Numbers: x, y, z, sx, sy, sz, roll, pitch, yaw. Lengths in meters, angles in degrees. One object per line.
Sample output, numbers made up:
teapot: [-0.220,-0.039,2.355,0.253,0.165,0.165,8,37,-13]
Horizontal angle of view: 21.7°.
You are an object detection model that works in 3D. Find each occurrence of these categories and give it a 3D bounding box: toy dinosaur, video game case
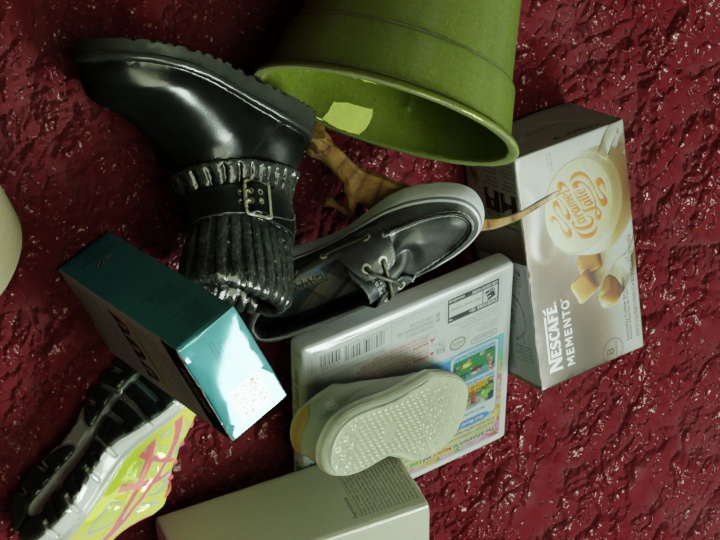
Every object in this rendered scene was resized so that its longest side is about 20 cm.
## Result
toy dinosaur: [0.036,-0.044,1.410,0.198,0.061,0.107,21,138,-3]
video game case: [0.034,0.095,1.490,0.199,0.024,0.183,-22,132,-26]

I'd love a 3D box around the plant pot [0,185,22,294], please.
plant pot: [-0.310,-0.046,1.172,0.188,0.187,0.200,-56,139,-6]

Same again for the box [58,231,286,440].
box: [-0.132,0.040,1.283,0.049,0.200,0.083,-38,122,-16]

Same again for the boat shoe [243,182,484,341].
boat shoe: [0.000,0.000,1.379,0.198,0.067,0.070,-19,128,12]

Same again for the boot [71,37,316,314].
boot: [-0.119,-0.064,1.307,0.210,0.079,0.159,20,75,-36]

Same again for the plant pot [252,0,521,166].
plant pot: [0.044,-0.198,1.351,0.199,0.199,0.192,23,79,-36]

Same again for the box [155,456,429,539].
box: [-0.050,0.207,1.436,0.198,0.082,0.069,-16,131,-16]

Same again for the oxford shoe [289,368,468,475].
oxford shoe: [0.017,0.110,1.432,0.199,0.057,0.076,-10,113,-53]

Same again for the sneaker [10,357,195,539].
sneaker: [-0.164,0.132,1.377,0.200,0.078,0.090,-47,132,-6]

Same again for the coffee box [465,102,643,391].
coffee box: [0.157,-0.021,1.527,0.114,0.080,0.202,-19,114,-27]
